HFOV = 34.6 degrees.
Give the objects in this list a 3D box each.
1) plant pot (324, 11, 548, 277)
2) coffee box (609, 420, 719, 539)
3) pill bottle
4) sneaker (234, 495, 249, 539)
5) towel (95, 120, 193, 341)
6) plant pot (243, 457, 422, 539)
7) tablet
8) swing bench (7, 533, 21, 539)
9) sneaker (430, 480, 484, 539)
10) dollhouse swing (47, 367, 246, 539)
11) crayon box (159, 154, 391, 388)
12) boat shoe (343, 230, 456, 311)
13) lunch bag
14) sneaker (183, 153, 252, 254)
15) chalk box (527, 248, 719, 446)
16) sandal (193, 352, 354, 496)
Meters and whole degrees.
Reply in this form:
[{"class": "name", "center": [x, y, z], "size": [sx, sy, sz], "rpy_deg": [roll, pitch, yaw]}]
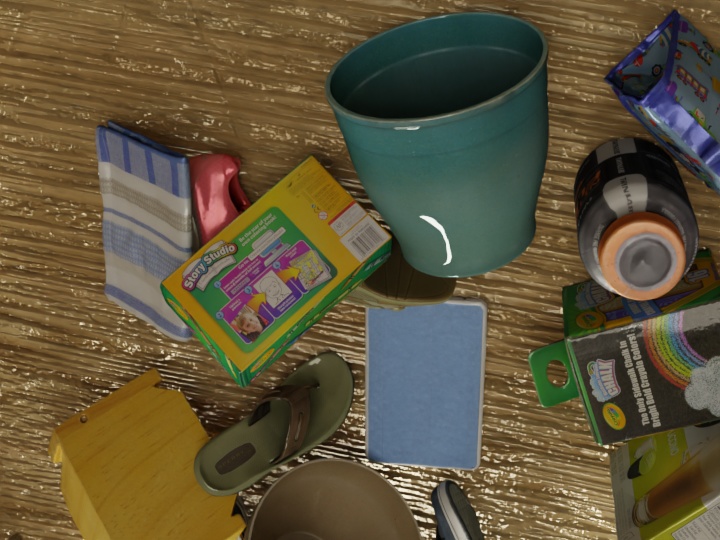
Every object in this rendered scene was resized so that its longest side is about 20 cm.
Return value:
[{"class": "plant pot", "center": [0.083, -0.105, 1.059], "size": [0.197, 0.201, 0.190], "rpy_deg": [-6, 125, 11]}, {"class": "coffee box", "center": [0.385, 0.243, 1.133], "size": [0.197, 0.200, 0.200], "rpy_deg": [-39, 100, 20]}, {"class": "pill bottle", "center": [0.247, -0.044, 1.043], "size": [0.105, 0.200, 0.108], "rpy_deg": [3, 112, 8]}, {"class": "sneaker", "center": [-0.141, 0.354, 1.329], "size": [0.078, 0.080, 0.202], "rpy_deg": [-20, 108, 15]}, {"class": "towel", "center": [-0.219, -0.038, 1.171], "size": [0.146, 0.024, 0.203], "rpy_deg": [26, 123, 38]}, {"class": "plant pot", "center": [-0.046, 0.319, 1.257], "size": [0.199, 0.201, 0.134], "rpy_deg": [35, 149, -6]}, {"class": "tablet", "center": [0.068, 0.121, 1.238], "size": [0.128, 0.014, 0.203], "rpy_deg": [3, 112, 8]}, {"class": "swing bench", "center": [-0.397, 0.454, 1.343], "size": [0.199, 0.199, 0.130], "rpy_deg": [38, 112, -6]}, {"class": "sneaker", "center": [0.076, 0.339, 1.287], "size": [0.144, 0.077, 0.204], "rpy_deg": [-17, 109, 12]}, {"class": "dollhouse swing", "center": [-0.236, 0.255, 1.287], "size": [0.180, 0.176, 0.201], "rpy_deg": [-31, 73, -12]}, {"class": "crayon box", "center": [-0.079, -0.001, 1.116], "size": [0.200, 0.058, 0.119], "rpy_deg": [-41, 76, -14]}, {"class": "boat shoe", "center": [-0.001, 0.002, 1.182], "size": [0.198, 0.063, 0.074], "rpy_deg": [5, 68, 3]}, {"class": "lunch bag", "center": [0.299, -0.126, 1.002], "size": [0.150, 0.200, 0.094], "rpy_deg": [43, 111, -9]}, {"class": "sneaker", "center": [-0.138, -0.025, 1.182], "size": [0.086, 0.074, 0.203], "rpy_deg": [-9, 109, 11]}, {"class": "chalk box", "center": [0.266, 0.079, 1.132], "size": [0.197, 0.124, 0.126], "rpy_deg": [-14, 109, 15]}, {"class": "sandal", "center": [-0.085, 0.162, 1.206], "size": [0.200, 0.057, 0.080], "rpy_deg": [-39, 75, -18]}]
